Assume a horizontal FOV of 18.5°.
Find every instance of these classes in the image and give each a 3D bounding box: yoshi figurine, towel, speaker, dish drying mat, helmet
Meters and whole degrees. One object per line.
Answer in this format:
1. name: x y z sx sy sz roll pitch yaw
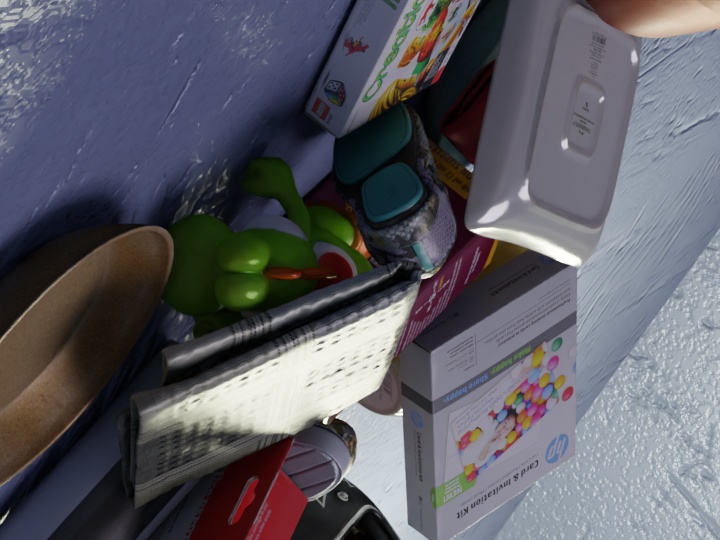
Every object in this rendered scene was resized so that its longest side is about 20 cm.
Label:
1. yoshi figurine: -0.067 -0.006 1.389 0.112 0.113 0.200 -33 170 15
2. towel: -0.063 0.070 1.376 0.199 0.035 0.193 -25 162 -17
3. speaker: -0.163 0.143 1.475 0.200 0.081 0.081 -47 166 -12
4. dish drying mat: 0.101 -0.115 1.641 0.077 0.018 0.200 -51 167 3
5. helmet: -0.058 0.256 1.879 0.199 0.191 0.200 -33 -154 18

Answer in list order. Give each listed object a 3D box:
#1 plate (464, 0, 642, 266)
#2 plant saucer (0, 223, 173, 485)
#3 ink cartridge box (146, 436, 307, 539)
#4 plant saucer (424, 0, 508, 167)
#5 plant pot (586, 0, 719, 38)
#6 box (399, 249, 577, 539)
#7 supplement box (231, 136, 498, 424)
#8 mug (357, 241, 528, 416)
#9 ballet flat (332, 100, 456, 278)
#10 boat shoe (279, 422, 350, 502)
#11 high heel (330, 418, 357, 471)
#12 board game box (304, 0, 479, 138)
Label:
1. plate: 0.149 -0.111 1.582 0.199 0.032 0.202 16 85 -58
2. plant saucer: -0.185 0.045 1.241 0.200 0.035 0.200 -48 167 -15
3. ink cartridge box: -0.116 0.189 1.508 0.199 0.067 0.117 -17 -145 41
4. plant saucer: 0.107 -0.160 1.653 0.200 0.036 0.200 -48 166 -16
5. plant pot: 0.238 -0.245 1.473 0.201 0.201 0.195 -46 -167 -18
6. box: 0.100 0.096 1.702 0.155 0.041 0.201 -29 135 -30
7. supplement box: 0.000 0.000 1.564 0.200 0.110 0.086 -44 164 -28
8. mug: 0.040 0.022 1.741 0.153 0.187 0.149 -40 -170 -31
9. ballet flat: 0.023 -0.048 1.420 0.072 0.072 0.201 -55 -161 18
10. boat shoe: -0.086 0.123 1.563 0.199 0.072 0.062 -8 -141 38
11. high heel: -0.102 0.156 1.633 0.199 0.072 0.143 -12 159 -31
12. board game box: 0.045 -0.185 1.390 0.126 0.035 0.201 -34 159 -49
